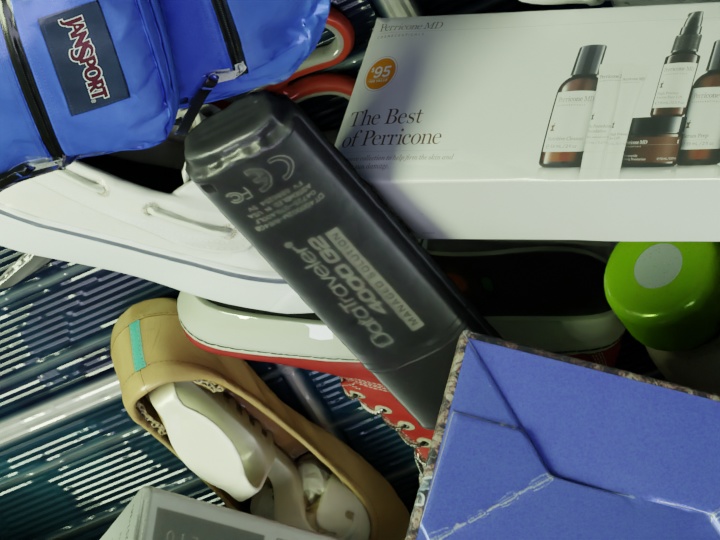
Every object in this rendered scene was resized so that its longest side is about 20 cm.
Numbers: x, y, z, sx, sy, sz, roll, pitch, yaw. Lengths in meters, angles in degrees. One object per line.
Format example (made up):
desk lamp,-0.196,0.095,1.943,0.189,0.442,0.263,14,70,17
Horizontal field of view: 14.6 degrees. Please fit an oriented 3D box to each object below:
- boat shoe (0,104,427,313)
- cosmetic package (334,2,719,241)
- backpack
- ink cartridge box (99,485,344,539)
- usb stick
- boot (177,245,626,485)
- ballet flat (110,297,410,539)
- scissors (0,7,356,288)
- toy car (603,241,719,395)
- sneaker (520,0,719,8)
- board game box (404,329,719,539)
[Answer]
boat shoe,-0.066,-0.037,1.164,0.199,0.072,0.066,13,132,-4
cosmetic package,0.087,-0.058,1.102,0.199,0.083,0.051,0,149,34
backpack,-0.109,-0.119,1.055,0.199,0.168,0.163,-14,133,3
ink cartridge box,-0.036,0.172,1.308,0.199,0.044,0.174,17,148,-15
usb stick,0.000,0.000,1.133,0.055,0.033,0.200,-25,134,20
boot,0.012,0.059,1.254,0.199,0.073,0.145,4,128,-11
ballet flat,-0.045,0.094,1.279,0.068,0.063,0.200,-34,122,20
scissors,-0.086,-0.053,1.200,0.199,0.014,0.073,-22,127,14
toy car,0.234,0.008,1.207,0.200,0.158,0.164,-45,138,-3
sneaker,0.122,-0.120,1.135,0.115,0.074,0.200,-11,131,22
board game box,0.099,0.121,1.144,0.158,0.097,0.200,15,158,3
